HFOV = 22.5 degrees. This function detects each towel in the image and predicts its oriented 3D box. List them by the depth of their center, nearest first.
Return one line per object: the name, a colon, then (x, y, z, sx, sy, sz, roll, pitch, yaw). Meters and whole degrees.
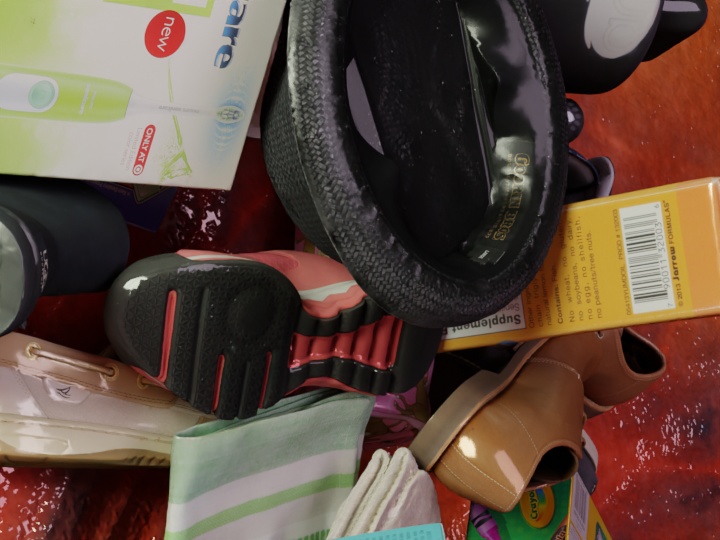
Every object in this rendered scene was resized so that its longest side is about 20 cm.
towel: (-0.046, 0.161, 0.878, 0.152, 0.023, 0.201, -13, 112, -55)
towel: (0.008, 0.194, 0.921, 0.133, 0.034, 0.200, -56, 146, -37)

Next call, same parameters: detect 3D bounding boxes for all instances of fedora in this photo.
fedora: (0.011, -0.071, 0.839, 0.200, 0.091, 0.201, 8, 79, -44)

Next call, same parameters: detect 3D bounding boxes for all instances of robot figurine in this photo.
robot figurine: (0.084, -0.158, 0.973, 0.199, 0.125, 0.150, 3, 38, -20)

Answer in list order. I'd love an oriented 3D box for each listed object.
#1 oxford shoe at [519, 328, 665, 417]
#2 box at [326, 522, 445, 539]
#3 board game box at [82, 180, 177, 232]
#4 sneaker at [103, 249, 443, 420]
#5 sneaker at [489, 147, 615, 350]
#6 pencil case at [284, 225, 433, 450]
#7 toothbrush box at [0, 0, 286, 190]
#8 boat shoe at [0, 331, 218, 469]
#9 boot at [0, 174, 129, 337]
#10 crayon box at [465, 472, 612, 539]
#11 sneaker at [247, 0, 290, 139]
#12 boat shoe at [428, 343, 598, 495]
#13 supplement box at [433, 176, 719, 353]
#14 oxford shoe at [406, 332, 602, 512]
oxford shoe: (0.120, 0.032, 1.133, 0.200, 0.071, 0.072, 26, 50, -44)
box: (-0.055, 0.169, 0.790, 0.049, 0.199, 0.083, -96, 178, -80)
board game box: (-0.146, -0.105, 0.842, 0.200, 0.029, 0.135, 19, 99, -47)
sneaker: (-0.053, 0.025, 0.869, 0.200, 0.087, 0.074, 6, 100, -46)
sneaker: (0.079, -0.059, 1.044, 0.070, 0.109, 0.200, 16, 35, -29)
pencil case: (0.000, 0.000, 0.999, 0.083, 0.086, 0.201, 13, 68, -26)
toothbrush box: (-0.133, -0.120, 0.761, 0.200, 0.086, 0.146, 2, 112, -46)
boat shoe: (-0.105, 0.059, 0.863, 0.200, 0.074, 0.069, 9, 78, -48)
boot: (-0.207, -0.012, 0.749, 0.168, 0.199, 0.077, -47, 143, -84)
crayon box: (0.110, 0.203, 1.038, 0.200, 0.058, 0.119, 59, 36, -55)
sneaker: (-0.056, -0.177, 0.987, 0.074, 0.087, 0.201, -18, 91, -44)
boat shoe: (0.081, 0.096, 1.081, 0.200, 0.072, 0.063, 45, 44, -39)
supplement box: (0.109, 0.000, 0.902, 0.066, 0.200, 0.069, -4, 87, -50)
oxford shoe: (0.094, 0.080, 0.976, 0.071, 0.071, 0.200, 39, 31, 11)
